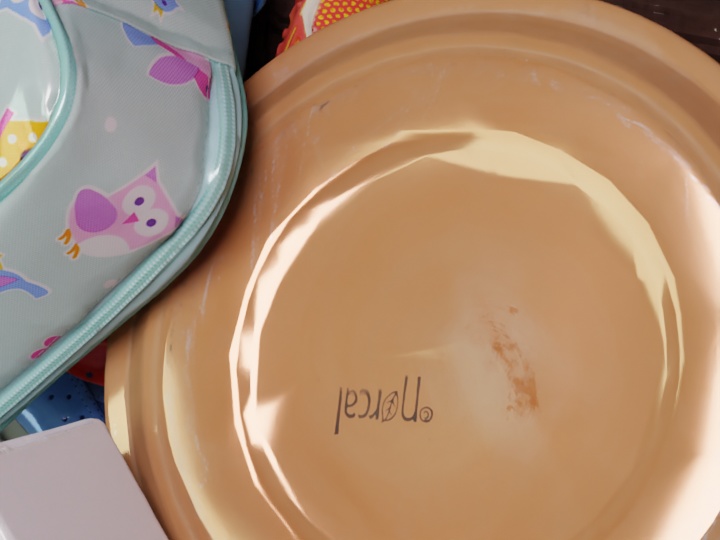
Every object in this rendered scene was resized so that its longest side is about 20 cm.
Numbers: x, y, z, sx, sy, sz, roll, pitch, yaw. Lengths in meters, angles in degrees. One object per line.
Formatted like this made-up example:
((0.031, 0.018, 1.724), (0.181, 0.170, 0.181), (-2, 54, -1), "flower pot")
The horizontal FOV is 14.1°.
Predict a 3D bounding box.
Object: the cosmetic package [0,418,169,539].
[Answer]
((-0.067, 0.150, 0.717), (0.101, 0.071, 0.201), (-35, 80, 23), "cosmetic package")

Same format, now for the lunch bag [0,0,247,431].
((-0.113, -0.059, 0.794), (0.160, 0.077, 0.201), (-43, 44, 30), "lunch bag")

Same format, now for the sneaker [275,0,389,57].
((0.000, 0.000, 0.826), (0.073, 0.077, 0.201), (111, 164, -77), "sneaker")

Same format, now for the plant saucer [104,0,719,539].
((0.027, 0.025, 0.735), (0.199, 0.032, 0.202), (-4, 79, 18), "plant saucer")

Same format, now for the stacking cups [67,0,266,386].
((-0.058, -0.067, 0.832), (0.060, 0.060, 0.201), (-21, 53, 47), "stacking cups")

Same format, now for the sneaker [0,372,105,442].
((-0.054, 0.042, 0.871), (0.200, 0.111, 0.077), (44, 162, 3), "sneaker")
